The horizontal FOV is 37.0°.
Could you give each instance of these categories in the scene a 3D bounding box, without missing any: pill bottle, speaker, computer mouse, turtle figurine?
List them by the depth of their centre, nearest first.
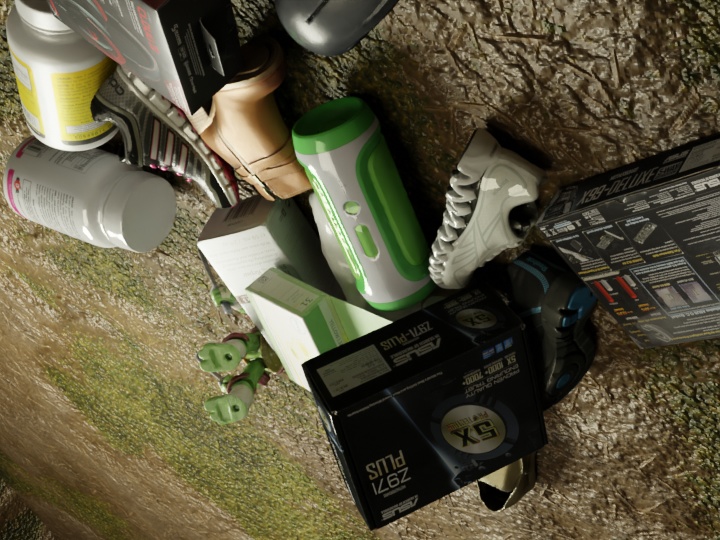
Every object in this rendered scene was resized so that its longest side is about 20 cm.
[{"bbox_3d":[-0.021,-0.233,0.861,0.138,0.053,0.200,40,150,-5],"label":"computer mouse"},{"bbox_3d":[0.007,-0.061,1.022,0.088,0.088,0.200,6,131,43],"label":"speaker"},{"bbox_3d":[-0.305,-0.225,1.117,0.111,0.111,0.200,32,150,10],"label":"pill bottle"},{"bbox_3d":[-0.332,-0.093,1.326,0.200,0.113,0.113,19,146,29],"label":"pill bottle"},{"bbox_3d":[-0.166,0.100,1.327,0.200,0.194,0.144,29,110,1],"label":"turtle figurine"}]

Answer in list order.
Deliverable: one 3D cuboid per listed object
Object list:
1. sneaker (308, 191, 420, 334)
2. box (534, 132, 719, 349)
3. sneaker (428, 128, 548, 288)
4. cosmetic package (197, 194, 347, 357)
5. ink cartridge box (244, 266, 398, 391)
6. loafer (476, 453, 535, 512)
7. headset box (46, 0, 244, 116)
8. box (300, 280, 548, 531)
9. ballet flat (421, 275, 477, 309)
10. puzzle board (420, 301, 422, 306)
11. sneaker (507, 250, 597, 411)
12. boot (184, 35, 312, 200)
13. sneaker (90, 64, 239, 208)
[{"bbox_3d":[0.000,0.000,1.139,0.088,0.075,0.200,9,122,57],"label":"sneaker"},{"bbox_3d":[0.261,-0.017,0.861,0.158,0.050,0.200,46,149,-16],"label":"box"},{"bbox_3d":[0.113,-0.038,0.976,0.081,0.075,0.200,22,148,8],"label":"sneaker"},{"bbox_3d":[-0.087,0.010,1.225,0.102,0.074,0.200,-13,125,31],"label":"cosmetic package"},{"bbox_3d":[-0.023,0.087,1.130,0.200,0.048,0.146,25,147,45],"label":"ink cartridge box"},{"bbox_3d":[0.167,0.222,1.274,0.076,0.067,0.200,16,144,32],"label":"loafer"},{"bbox_3d":[-0.187,-0.232,0.903,0.200,0.075,0.149,37,162,17],"label":"headset box"},{"bbox_3d":[0.065,0.130,1.033,0.086,0.200,0.164,-127,17,-52],"label":"box"},{"bbox_3d":[0.093,0.079,1.107,0.068,0.072,0.200,10,126,31],"label":"ballet flat"},{"bbox_3d":[0.098,0.087,1.172,0.200,0.017,0.151,28,133,17],"label":"puzzle board"},{"bbox_3d":[0.181,0.060,1.052,0.082,0.073,0.200,39,149,32],"label":"sneaker"},{"bbox_3d":[-0.092,-0.136,1.045,0.155,0.077,0.200,51,149,-20],"label":"boot"},{"bbox_3d":[-0.208,-0.132,1.135,0.200,0.087,0.074,50,-169,-32],"label":"sneaker"}]
